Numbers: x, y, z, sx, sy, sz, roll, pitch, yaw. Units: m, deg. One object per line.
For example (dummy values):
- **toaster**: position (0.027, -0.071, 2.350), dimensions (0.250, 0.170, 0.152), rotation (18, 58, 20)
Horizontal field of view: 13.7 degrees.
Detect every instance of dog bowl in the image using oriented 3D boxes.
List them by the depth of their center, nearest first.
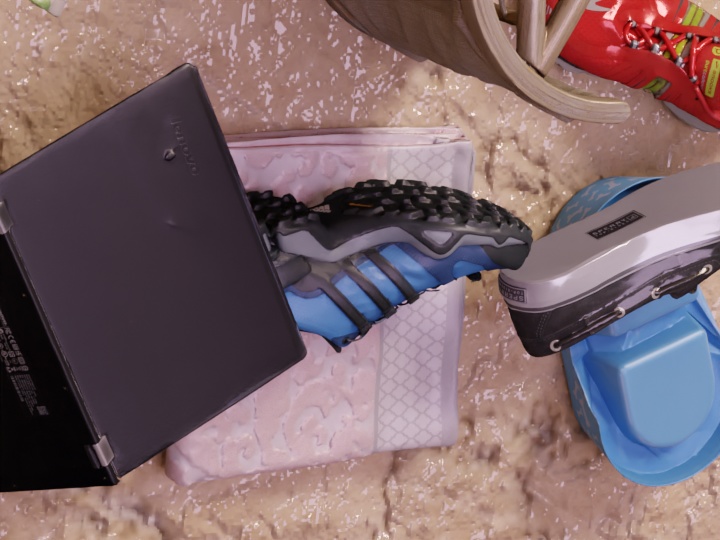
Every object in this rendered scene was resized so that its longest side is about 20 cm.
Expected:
- **dog bowl**: position (0.171, 0.033, 1.835), dimensions (0.111, 0.050, 0.201), rotation (-23, 115, -22)

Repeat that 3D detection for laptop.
- **laptop**: position (-0.164, 0.009, 1.605), dimensions (0.116, 0.199, 0.188), rotation (-57, 134, -51)

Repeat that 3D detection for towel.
- **towel**: position (-0.022, 0.018, 1.729), dimensions (0.190, 0.032, 0.201), rotation (-5, 107, -29)

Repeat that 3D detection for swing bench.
- **swing bench**: position (0.066, -0.199, 1.613), dimensions (0.129, 0.199, 0.201), rotation (11, 99, -32)

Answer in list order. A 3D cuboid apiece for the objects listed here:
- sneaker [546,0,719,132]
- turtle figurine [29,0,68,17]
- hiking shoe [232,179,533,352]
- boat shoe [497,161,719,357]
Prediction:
- **sneaker**: position (0.187, -0.132, 1.771), dimensions (0.199, 0.085, 0.077), rotation (20, 94, -33)
- **turtle figurine**: position (-0.137, -0.236, 1.507), dimensions (0.144, 0.200, 0.194), rotation (38, 93, -18)
- **hiking shoe**: position (0.000, 0.000, 1.684), dimensions (0.199, 0.074, 0.087), rotation (-2, 112, -20)
- **boat shoe**: position (0.172, -0.010, 1.757), dimensions (0.199, 0.069, 0.057), rotation (-22, 118, -16)
